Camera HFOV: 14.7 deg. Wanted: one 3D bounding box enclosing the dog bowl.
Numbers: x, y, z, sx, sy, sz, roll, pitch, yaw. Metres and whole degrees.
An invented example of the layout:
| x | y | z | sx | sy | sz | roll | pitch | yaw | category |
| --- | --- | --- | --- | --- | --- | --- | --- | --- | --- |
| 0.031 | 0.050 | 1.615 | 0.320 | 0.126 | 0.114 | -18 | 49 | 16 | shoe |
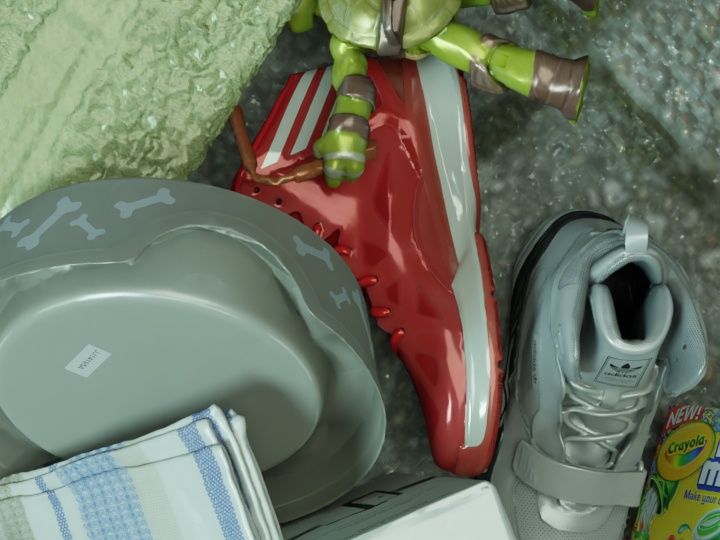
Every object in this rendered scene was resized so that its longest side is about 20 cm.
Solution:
| x | y | z | sx | sy | sz | roll | pitch | yaw | category |
| --- | --- | --- | --- | --- | --- | --- | --- | --- | --- |
| -0.086 | 0.036 | 1.199 | 0.200 | 0.200 | 0.059 | 14 | 50 | -11 | dog bowl |

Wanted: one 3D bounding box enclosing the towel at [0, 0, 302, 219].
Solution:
| x | y | z | sx | sy | sz | roll | pitch | yaw | category |
| --- | --- | --- | --- | --- | --- | --- | --- | --- | --- |
| -0.120 | -0.099 | 1.219 | 0.148 | 0.036 | 0.200 | 30 | 91 | -10 | towel |

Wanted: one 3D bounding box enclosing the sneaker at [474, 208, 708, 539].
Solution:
| x | y | z | sx | sy | sz | roll | pitch | yaw | category |
| --- | --- | --- | --- | --- | --- | --- | --- | --- | --- |
| 0.103 | 0.068 | 1.269 | 0.075 | 0.115 | 0.200 | 7 | 85 | -11 | sneaker |

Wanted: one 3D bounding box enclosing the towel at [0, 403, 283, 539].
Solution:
| x | y | z | sx | sy | sz | roll | pitch | yaw | category |
| --- | --- | --- | --- | --- | --- | --- | --- | --- | --- |
| -0.103 | 0.148 | 1.199 | 0.024 | 0.200 | 0.147 | -19 | 90 | -52 | towel |

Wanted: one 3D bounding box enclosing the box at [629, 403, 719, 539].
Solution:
| x | y | z | sx | sy | sz | roll | pitch | yaw | category |
| --- | --- | --- | --- | --- | --- | --- | --- | --- | --- |
| 0.208 | 0.171 | 1.233 | 0.122 | 0.200 | 0.193 | 20 | 82 | -22 | box |

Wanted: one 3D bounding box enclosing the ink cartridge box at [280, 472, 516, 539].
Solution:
| x | y | z | sx | sy | sz | roll | pitch | yaw | category |
| --- | --- | --- | --- | --- | --- | --- | --- | --- | --- |
| 0.026 | 0.169 | 1.204 | 0.084 | 0.200 | 0.146 | -22 | 90 | -11 | ink cartridge box |

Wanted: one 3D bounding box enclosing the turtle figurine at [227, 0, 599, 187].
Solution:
| x | y | z | sx | sy | sz | roll | pitch | yaw | category |
| --- | --- | --- | --- | --- | --- | --- | --- | --- | --- |
| 0.026 | -0.125 | 1.253 | 0.161 | 0.064 | 0.200 | 6 | 60 | 7 | turtle figurine |

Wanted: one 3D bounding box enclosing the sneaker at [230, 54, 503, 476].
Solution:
| x | y | z | sx | sy | sz | roll | pitch | yaw | category |
| --- | --- | --- | --- | --- | --- | --- | --- | --- | --- |
| 0.000 | 0.000 | 1.282 | 0.115 | 0.078 | 0.200 | -6 | 76 | -4 | sneaker |
